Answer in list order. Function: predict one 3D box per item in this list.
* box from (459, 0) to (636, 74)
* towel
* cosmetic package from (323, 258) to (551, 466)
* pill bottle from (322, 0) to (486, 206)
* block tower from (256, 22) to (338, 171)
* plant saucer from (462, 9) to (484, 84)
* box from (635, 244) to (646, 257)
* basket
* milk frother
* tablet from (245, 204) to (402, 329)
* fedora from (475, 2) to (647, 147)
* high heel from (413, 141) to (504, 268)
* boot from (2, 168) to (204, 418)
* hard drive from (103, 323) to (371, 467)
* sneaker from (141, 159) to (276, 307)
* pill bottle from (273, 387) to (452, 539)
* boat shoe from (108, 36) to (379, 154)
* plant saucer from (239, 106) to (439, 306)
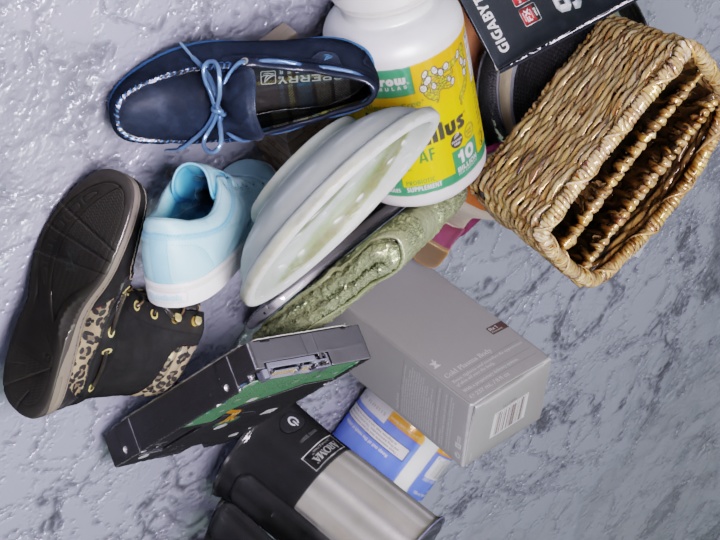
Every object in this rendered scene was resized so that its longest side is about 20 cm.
[{"bbox_3d":[0.130,-0.275,1.273,0.158,0.046,0.200,-27,121,8],"label":"box"},{"bbox_3d":[0.000,0.000,1.396,0.200,0.037,0.148,-39,-179,38],"label":"towel"},{"bbox_3d":[0.066,0.076,1.509,0.107,0.200,0.091,-29,143,-33],"label":"cosmetic package"},{"bbox_3d":[0.032,-0.159,1.301,0.113,0.113,0.201,-34,133,-24],"label":"pill bottle"},{"bbox_3d":[-0.048,-0.102,1.334,0.054,0.058,0.200,-38,143,-19],"label":"block tower"},{"bbox_3d":[0.108,-0.207,1.437,0.200,0.037,0.201,-32,142,-29],"label":"plant saucer"},{"bbox_3d":[0.237,-0.120,1.621,0.200,0.097,0.177,12,110,-54],"label":"box"},{"bbox_3d":[0.213,-0.083,1.321,0.143,0.149,0.200,38,91,-26],"label":"basket"},{"bbox_3d":[-0.056,0.258,1.530,0.180,0.188,0.200,-42,162,-34],"label":"milk frother"},{"bbox_3d":[-0.013,-0.021,1.430,0.200,0.014,0.130,-40,-179,-18],"label":"tablet"},{"bbox_3d":[0.196,-0.149,1.429,0.200,0.092,0.202,-11,119,-20],"label":"fedora"},{"bbox_3d":[0.109,-0.081,1.471,0.096,0.067,0.200,-62,-179,-34],"label":"high heel"},{"bbox_3d":[-0.183,0.020,1.275,0.150,0.073,0.201,3,111,-57],"label":"boot"},{"bbox_3d":[-0.105,0.104,1.385,0.200,0.038,0.139,-32,165,39],"label":"hard drive"},{"bbox_3d":[-0.107,-0.052,1.247,0.200,0.073,0.082,-63,154,-58],"label":"sneaker"},{"bbox_3d":[0.001,0.215,1.641,0.200,0.112,0.112,-53,147,4],"label":"pill bottle"},{"bbox_3d":[-0.084,-0.133,1.193,0.199,0.069,0.085,-17,120,-6],"label":"boat shoe"},{"bbox_3d":[-0.027,-0.060,1.214,0.200,0.050,0.200,-43,173,-7],"label":"plant saucer"}]
